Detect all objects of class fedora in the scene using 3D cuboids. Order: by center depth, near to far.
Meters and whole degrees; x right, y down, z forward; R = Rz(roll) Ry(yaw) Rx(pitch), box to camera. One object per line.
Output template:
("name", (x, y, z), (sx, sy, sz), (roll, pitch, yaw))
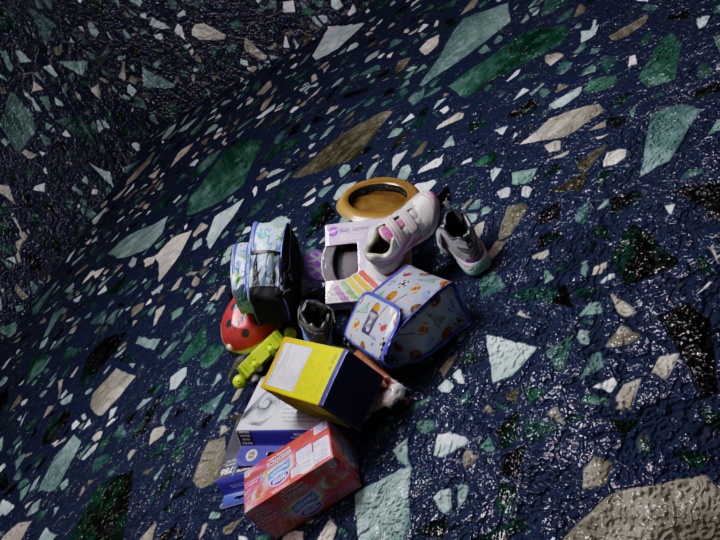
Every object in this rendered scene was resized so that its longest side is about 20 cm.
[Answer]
("fedora", (0.045, -0.137, 1.779), (0.196, 0.083, 0.202), (-6, 37, 4))

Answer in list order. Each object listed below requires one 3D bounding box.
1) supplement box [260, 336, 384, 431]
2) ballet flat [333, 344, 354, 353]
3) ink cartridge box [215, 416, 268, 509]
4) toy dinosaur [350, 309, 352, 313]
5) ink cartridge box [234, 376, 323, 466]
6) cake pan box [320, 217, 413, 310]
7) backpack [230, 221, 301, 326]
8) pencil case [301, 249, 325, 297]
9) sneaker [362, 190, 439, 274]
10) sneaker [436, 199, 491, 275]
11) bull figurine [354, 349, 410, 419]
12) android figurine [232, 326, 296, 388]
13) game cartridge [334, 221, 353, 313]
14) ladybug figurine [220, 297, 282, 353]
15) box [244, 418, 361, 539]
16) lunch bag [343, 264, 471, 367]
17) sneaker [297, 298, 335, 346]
("supplement box", (-0.072, 0.206, 1.429), (0.198, 0.109, 0.110), (6, 63, 49))
("ballet flat", (-0.104, 0.188, 1.649), (0.197, 0.067, 0.069), (-18, 38, 34))
("ink cartridge box", (-0.232, 0.378, 1.578), (0.098, 0.039, 0.202), (-23, 35, 28))
("toy dinosaur", (0.000, 0.000, 1.734), (0.101, 0.057, 0.203), (59, -127, -78))
("ink cartridge box", (-0.148, 0.293, 1.544), (0.196, 0.041, 0.202), (-8, 40, 27))
("cake pan box", (0.015, -0.016, 1.654), (0.196, 0.052, 0.188), (-5, 66, 11))
("backpack", (-0.205, -0.001, 1.693), (0.144, 0.184, 0.204), (1, 64, 5))
("pencil case", (-0.138, 0.018, 1.842), (0.199, 0.084, 0.086), (-30, 71, 50))
("sneaker", (0.081, -0.078, 1.558), (0.081, 0.088, 0.201), (45, 105, 24))
("sneaker", (0.192, -0.089, 1.590), (0.077, 0.141, 0.200), (-34, 31, -5))
("bull figurine", (0.015, 0.223, 1.465), (0.121, 0.065, 0.200), (-41, 30, 3))
("android figurine", (-0.213, 0.189, 1.713), (0.182, 0.041, 0.200), (-44, -2, -9))
("game cartridge", (-0.037, -0.007, 1.798), (0.202, 0.038, 0.131), (-76, 3, -45))
("ladybug figurine", (-0.247, 0.100, 1.783), (0.134, 0.072, 0.202), (25, 63, 13))
("box", (-0.105, 0.371, 1.378), (0.198, 0.096, 0.100), (-34, 29, 12))
("lunch bag", (0.079, 0.092, 1.481), (0.199, 0.125, 0.169), (-36, 26, -16))
("sneaker", (-0.093, 0.093, 1.611), (0.075, 0.113, 0.201), (-2, 34, -5))
